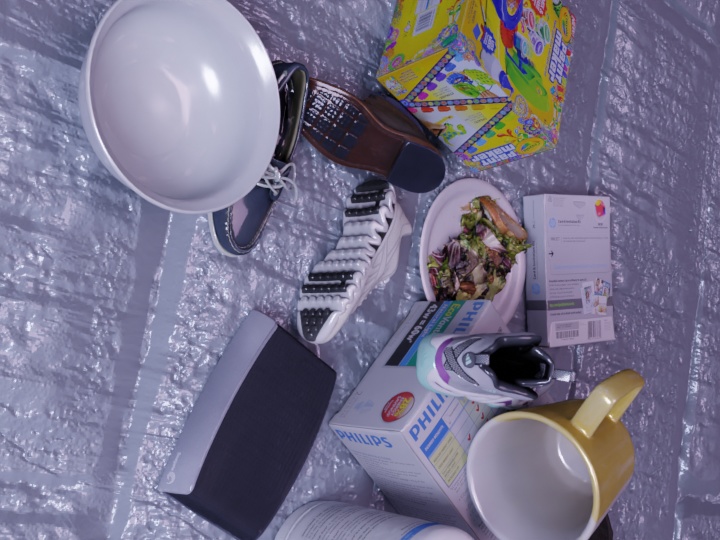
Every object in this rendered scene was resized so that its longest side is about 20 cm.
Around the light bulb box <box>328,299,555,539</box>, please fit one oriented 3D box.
[{"bbox_3d":[0.103,0.171,1.104,0.199,0.124,0.201,-51,119,-31],"label":"light bulb box"}]

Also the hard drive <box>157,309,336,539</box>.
[{"bbox_3d":[-0.102,0.155,0.972,0.135,0.042,0.201,43,61,-33],"label":"hard drive"}]

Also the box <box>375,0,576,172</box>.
[{"bbox_3d":[0.140,-0.259,1.138,0.192,0.121,0.202,37,55,-36],"label":"box"}]

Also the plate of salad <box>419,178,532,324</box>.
[{"bbox_3d":[0.148,-0.013,1.205,0.199,0.048,0.202,1,88,-43],"label":"plate of salad"}]

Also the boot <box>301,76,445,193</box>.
[{"bbox_3d":[0.000,-0.159,1.074,0.199,0.075,0.097,30,23,-16],"label":"boot"}]

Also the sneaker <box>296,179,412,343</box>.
[{"bbox_3d":[0.000,0.000,1.057,0.081,0.075,0.201,51,57,-39],"label":"sneaker"}]

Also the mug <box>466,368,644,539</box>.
[{"bbox_3d":[0.227,0.198,1.022,0.153,0.186,0.151,-12,80,-50],"label":"mug"}]

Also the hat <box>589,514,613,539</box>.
[{"bbox_3d":[0.220,0.310,1.218,0.200,0.081,0.201,29,32,-20],"label":"hat"}]

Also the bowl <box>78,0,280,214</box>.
[{"bbox_3d":[-0.175,-0.149,0.884,0.200,0.090,0.203,2,87,-42],"label":"bowl"}]

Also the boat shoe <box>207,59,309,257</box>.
[{"bbox_3d":[-0.095,-0.110,0.970,0.075,0.061,0.202,26,77,-45],"label":"boat shoe"}]

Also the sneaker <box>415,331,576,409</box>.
[{"bbox_3d":[0.167,0.103,0.987,0.199,0.139,0.079,6,82,-41],"label":"sneaker"}]

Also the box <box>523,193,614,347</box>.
[{"bbox_3d":[0.285,-0.001,1.334,0.155,0.041,0.202,-2,91,-43],"label":"box"}]

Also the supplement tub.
[{"bbox_3d":[0.016,0.305,0.970,0.131,0.199,0.133,1,88,-42],"label":"supplement tub"}]
